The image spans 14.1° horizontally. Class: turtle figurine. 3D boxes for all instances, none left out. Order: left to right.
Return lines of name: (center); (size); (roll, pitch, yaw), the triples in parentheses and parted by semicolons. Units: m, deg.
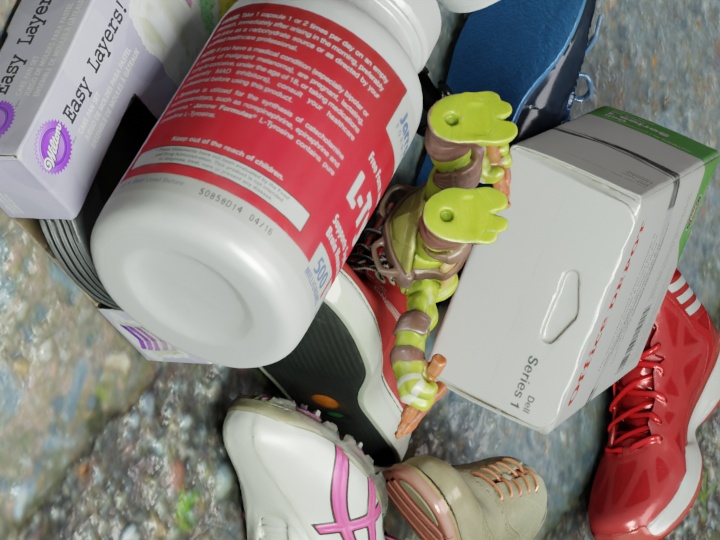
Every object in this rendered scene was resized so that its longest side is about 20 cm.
turtle figurine: (0.041, -0.028, 1.475); (0.161, 0.064, 0.201); (106, 4, -64)

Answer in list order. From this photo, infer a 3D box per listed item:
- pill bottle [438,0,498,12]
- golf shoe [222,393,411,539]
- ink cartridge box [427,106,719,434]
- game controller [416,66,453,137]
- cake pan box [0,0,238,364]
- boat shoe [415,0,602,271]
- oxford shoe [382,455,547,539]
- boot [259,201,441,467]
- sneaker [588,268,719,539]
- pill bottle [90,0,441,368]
pill bottle: (0.016, -0.229, 1.454); (0.200, 0.119, 0.120); (47, 53, -25)
golf shoe: (-0.024, 0.149, 1.551); (0.092, 0.072, 0.201); (-59, 136, -32)
ink cartridge box: (0.123, -0.005, 1.657); (0.147, 0.084, 0.200); (-69, 165, 15)
game controller: (-0.013, -0.153, 1.540); (0.200, 0.042, 0.105); (50, 18, -42)
cake pan box: (-0.103, -0.078, 1.447); (0.184, 0.052, 0.201); (50, 53, -41)
boat shoe: (0.084, -0.095, 1.701); (0.201, 0.084, 0.069); (-62, 147, -8)
oxford shoe: (0.061, 0.125, 1.616); (0.074, 0.071, 0.200); (-39, 165, -1)
boot: (0.000, 0.000, 1.561); (0.200, 0.072, 0.145); (65, 40, -60)
sneaker: (0.168, 0.076, 1.832); (0.116, 0.078, 0.201); (57, 35, -28)
pill bottle: (-0.039, -0.062, 1.400); (0.113, 0.112, 0.201); (58, 49, -38)
